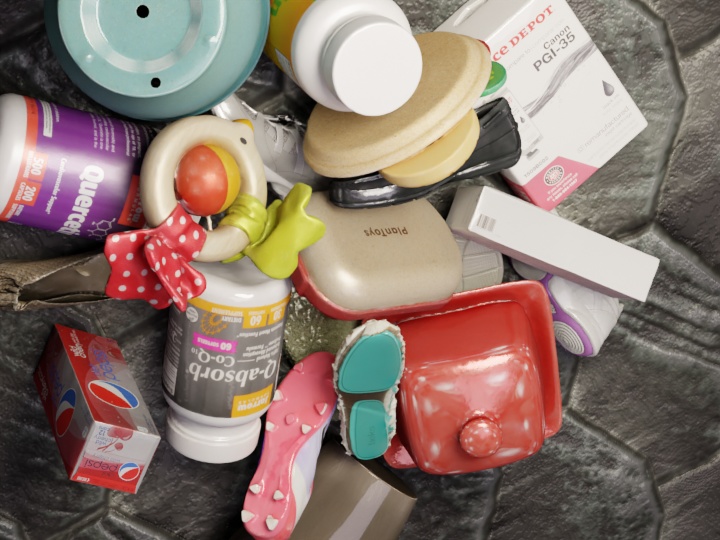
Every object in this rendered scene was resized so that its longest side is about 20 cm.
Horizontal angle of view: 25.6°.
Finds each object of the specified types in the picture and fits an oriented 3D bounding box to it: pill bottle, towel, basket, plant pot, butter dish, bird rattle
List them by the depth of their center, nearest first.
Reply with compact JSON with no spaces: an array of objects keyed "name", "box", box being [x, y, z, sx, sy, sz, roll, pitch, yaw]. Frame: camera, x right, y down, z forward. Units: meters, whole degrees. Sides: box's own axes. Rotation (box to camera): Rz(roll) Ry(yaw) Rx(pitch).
[{"name":"plant pot","box":[-0.174,-0.216,1.323,0.199,0.188,0.201,-1,101,-4]},{"name":"bird rattle","box":[-0.143,-0.053,1.400,0.199,0.112,0.164,-12,94,-32]},{"name":"pill bottle","box":[-0.019,-0.208,1.417,0.111,0.200,0.112,-9,116,-18]},{"name":"pill bottle","box":[-0.244,-0.085,1.433,0.199,0.112,0.113,12,108,-26]},{"name":"pill bottle","box":[-0.134,0.080,1.547,0.116,0.116,0.201,-2,119,-21]},{"name":"butter dish","box":[0.112,0.134,1.598,0.199,0.148,0.200,-11,117,-1]},{"name":"towel","box":[-0.016,0.053,1.633,0.148,0.036,0.201,-31,121,-6]},{"name":"basket","box":[-0.041,0.288,1.675,0.180,0.136,0.200,37,92,-8]}]

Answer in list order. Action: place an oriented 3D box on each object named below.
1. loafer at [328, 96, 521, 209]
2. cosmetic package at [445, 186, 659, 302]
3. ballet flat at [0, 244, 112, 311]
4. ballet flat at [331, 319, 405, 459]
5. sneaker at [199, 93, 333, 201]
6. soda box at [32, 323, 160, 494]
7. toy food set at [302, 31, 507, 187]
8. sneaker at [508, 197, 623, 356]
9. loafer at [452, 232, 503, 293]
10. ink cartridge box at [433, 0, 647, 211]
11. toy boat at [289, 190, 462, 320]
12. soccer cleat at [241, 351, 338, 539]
[{"name":"loafer","box":[0.058,-0.109,1.482,0.200,0.068,0.071,-20,109,-19]},{"name":"cosmetic package","box":[0.190,-0.027,1.580,0.199,0.083,0.051,22,85,-15]},{"name":"ballet flat","box":[-0.258,0.007,1.507,0.199,0.046,0.068,-8,116,-19]},{"name":"ballet flat","box":[0.003,0.104,1.551,0.071,0.072,0.201,-12,138,-17]},{"name":"sneaker","box":[-0.081,-0.125,1.513,0.082,0.075,0.200,-49,133,-2]},{"name":"soda box","box":[-0.249,0.126,1.475,0.070,0.200,0.064,17,106,-27]},{"name":"toy food set","box":[0.038,-0.148,1.436,0.049,0.199,0.198,55,48,-31]},{"name":"sneaker","box":[0.220,-0.008,1.694,0.100,0.075,0.201,-43,121,-28]},{"name":"loafer","box":[0.117,0.023,1.666,0.072,0.063,0.201,-9,114,4]},{"name":"ink cartridge box","box":[0.169,-0.179,1.574,0.146,0.083,0.200,-41,121,1]},{"name":"toy boat","box":[0.000,0.000,1.537,0.199,0.131,0.131,-5,150,-39]},{"name":"soccer cleat","box":[-0.066,0.180,1.604,0.076,0.066,0.201,51,56,-67]}]
